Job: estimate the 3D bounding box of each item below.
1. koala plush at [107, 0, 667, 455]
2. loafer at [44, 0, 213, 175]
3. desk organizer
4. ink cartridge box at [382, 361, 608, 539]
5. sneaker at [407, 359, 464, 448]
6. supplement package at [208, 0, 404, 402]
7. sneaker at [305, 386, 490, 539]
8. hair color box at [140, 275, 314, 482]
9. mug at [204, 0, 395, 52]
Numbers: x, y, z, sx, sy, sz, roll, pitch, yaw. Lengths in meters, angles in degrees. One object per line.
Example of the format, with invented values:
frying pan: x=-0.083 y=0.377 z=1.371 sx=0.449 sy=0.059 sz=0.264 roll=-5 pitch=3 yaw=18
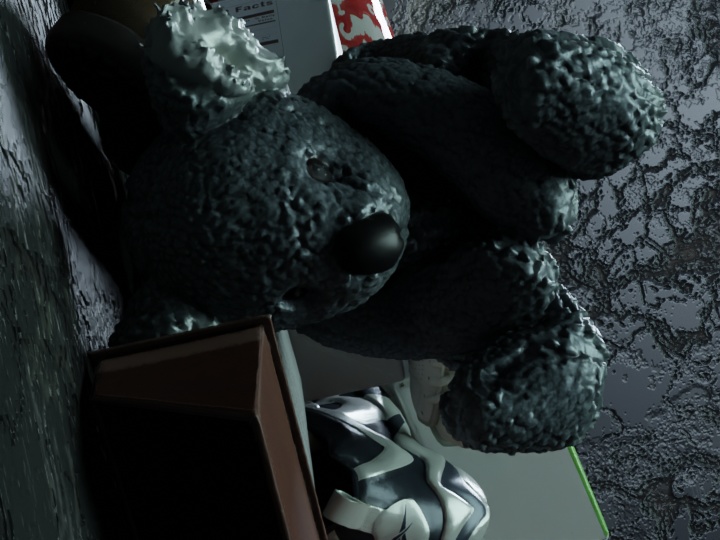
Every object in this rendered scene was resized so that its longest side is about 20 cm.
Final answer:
koala plush: x=-0.015 y=-0.023 z=0.888 sx=0.183 sy=0.199 sz=0.179 roll=26 pitch=-67 yaw=46
loafer: x=-0.073 y=-0.079 z=0.949 sx=0.071 sy=0.073 sz=0.200 roll=-63 pitch=167 yaw=-13
desk organizer: x=-0.046 y=0.128 z=0.822 sx=0.077 sy=0.071 sz=0.202 roll=-91 pitch=169 yaw=-67
ink cartridge box: x=0.064 y=0.082 z=1.324 sx=0.200 sy=0.083 sz=0.146 roll=-124 pitch=-171 yaw=-72
sneaker: x=0.056 y=0.034 z=1.105 sx=0.200 sy=0.077 sz=0.100 roll=75 pitch=8 yaw=-68
supplement package: x=-0.050 y=-0.039 z=1.147 sx=0.201 sy=0.109 sz=0.114 roll=-100 pitch=177 yaw=-45
sneaker: x=-0.036 y=0.094 z=1.171 sx=0.129 sy=0.080 sz=0.199 roll=21 pitch=16 yaw=-44
hair color box: x=-0.056 y=0.078 z=0.965 sx=0.201 sy=0.060 sz=0.100 roll=-101 pitch=177 yaw=-54
mug: x=-0.028 y=-0.126 z=1.355 sx=0.177 sy=0.133 sz=0.201 roll=37 pitch=28 yaw=-62
